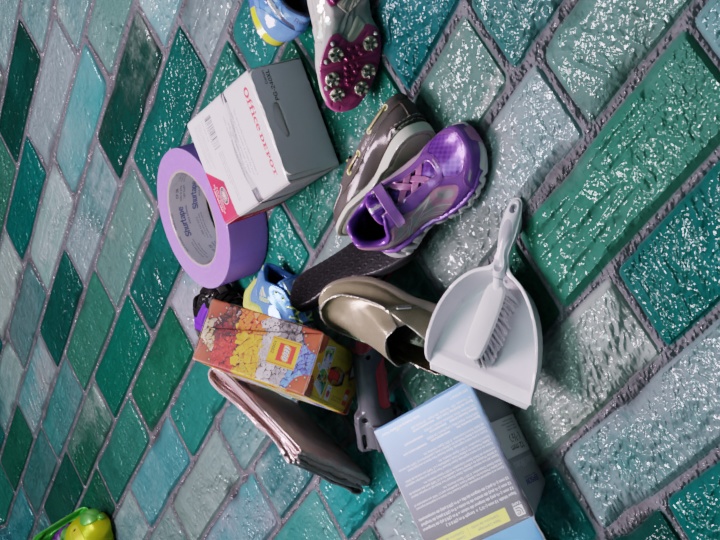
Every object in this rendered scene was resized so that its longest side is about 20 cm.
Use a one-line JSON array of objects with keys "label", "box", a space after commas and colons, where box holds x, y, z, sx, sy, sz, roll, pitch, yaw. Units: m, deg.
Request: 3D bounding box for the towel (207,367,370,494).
[{"label": "towel", "box": [-0.093, 0.209, 1.721, 0.191, 0.032, 0.200, 41, -177, 35]}]

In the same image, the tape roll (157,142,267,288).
[{"label": "tape roll", "box": [-0.209, -0.080, 1.838, 0.200, 0.065, 0.202, 32, 132, 44]}]

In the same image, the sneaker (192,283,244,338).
[{"label": "sneaker", "box": [-0.192, 0.059, 1.881, 0.199, 0.069, 0.101, -7, 98, 57]}]

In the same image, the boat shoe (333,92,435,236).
[{"label": "boat shoe", "box": [0.018, -0.115, 1.470, 0.061, 0.071, 0.202, 61, 140, 22]}]

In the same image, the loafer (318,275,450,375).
[{"label": "loafer", "box": [0.034, 0.063, 1.468, 0.198, 0.068, 0.076, 13, 131, 25]}]

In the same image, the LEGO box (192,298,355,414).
[{"label": "LEGO box", "box": [-0.095, 0.108, 1.596, 0.148, 0.200, 0.078, 16, 82, 17]}]

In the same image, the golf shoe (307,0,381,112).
[{"label": "golf shoe", "box": [-0.023, -0.279, 1.456, 0.092, 0.075, 0.202, -130, 37, -55]}]

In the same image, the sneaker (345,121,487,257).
[{"label": "sneaker", "box": [0.053, -0.079, 1.392, 0.200, 0.088, 0.081, -45, 62, 39]}]

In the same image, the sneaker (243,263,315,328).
[{"label": "sneaker", "box": [-0.094, 0.072, 1.731, 0.200, 0.075, 0.106, 50, 142, 31]}]

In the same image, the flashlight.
[{"label": "flashlight", "box": [0.022, 0.120, 1.596, 0.067, 0.068, 0.202, 2, 116, 21]}]

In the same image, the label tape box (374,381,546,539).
[{"label": "label tape box", "box": [0.122, 0.234, 1.448, 0.143, 0.066, 0.202, -32, 79, 31]}]

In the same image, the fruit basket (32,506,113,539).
[{"label": "fruit basket", "box": [-0.567, 0.575, 2.675, 0.216, 0.155, 0.216, 51, 161, 25]}]

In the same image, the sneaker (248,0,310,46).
[{"label": "sneaker", "box": [-0.110, -0.367, 1.541, 0.078, 0.066, 0.202, -28, 83, 46]}]

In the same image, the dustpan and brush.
[{"label": "dustpan and brush", "box": [0.140, 0.025, 1.354, 0.139, 0.057, 0.202, 21, 93, 34]}]

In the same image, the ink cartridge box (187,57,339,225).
[{"label": "ink cartridge box", "box": [-0.124, -0.159, 1.646, 0.200, 0.083, 0.147, -25, 85, 58]}]

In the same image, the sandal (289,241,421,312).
[{"label": "sandal", "box": [0.000, 0.000, 1.542, 0.199, 0.045, 0.076, -27, 39, 36]}]
